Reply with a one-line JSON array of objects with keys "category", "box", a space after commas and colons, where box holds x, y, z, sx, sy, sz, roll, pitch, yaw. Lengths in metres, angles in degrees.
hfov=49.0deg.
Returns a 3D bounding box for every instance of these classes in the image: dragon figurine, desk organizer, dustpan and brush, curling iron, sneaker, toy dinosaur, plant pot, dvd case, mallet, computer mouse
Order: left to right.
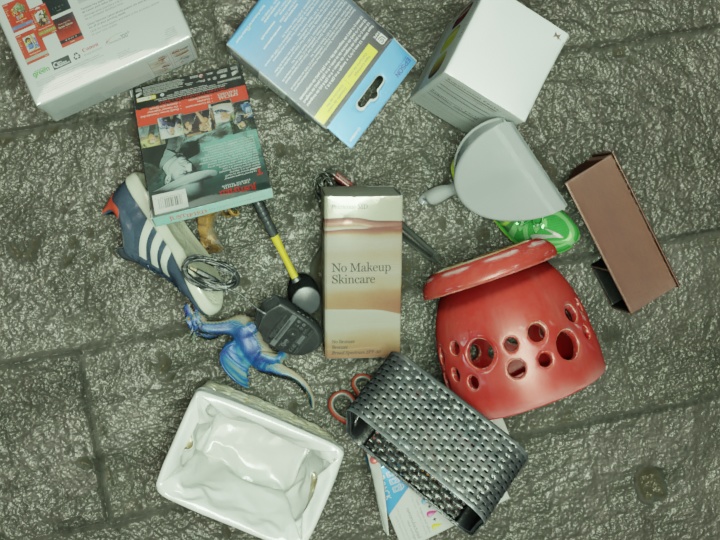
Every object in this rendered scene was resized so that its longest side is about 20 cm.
[{"category": "sneaker", "box": [-0.247, -0.019, 0.978, 0.084, 0.075, 0.202, -36, 81, 13]}, {"category": "dvd case", "box": [-0.193, -0.156, 0.951, 0.143, 0.022, 0.203, -15, 60, -6]}, {"category": "toy dinosaur", "box": [-0.196, -0.123, 0.988, 0.104, 0.060, 0.204, -17, 96, -5]}, {"category": "dragon figurine", "box": [-0.145, 0.110, 1.010, 0.099, 0.059, 0.202, -35, 97, -4]}, {"category": "computer mouse", "box": [-0.128, 0.038, 0.953, 0.199, 0.034, 0.059, 37, 109, -21]}, {"category": "mallet", "box": [-0.102, -0.034, 0.976, 0.041, 0.066, 0.202, -26, 116, -3]}, {"category": "curling iron", "box": [0.022, -0.067, 1.039, 0.198, 0.026, 0.050, 31, 102, -10]}, {"category": "dustpan and brush", "box": [0.142, -0.107, 0.978, 0.198, 0.058, 0.140, -23, 118, 38]}, {"category": "plant pot", "box": [0.185, 0.067, 0.986, 0.197, 0.200, 0.186, -17, 88, -6]}, {"category": "sneaker", "box": [0.203, -0.086, 1.031, 0.198, 0.084, 0.075, 34, 89, -9]}, {"category": "desk organizer", "box": [0.338, -0.050, 1.059, 0.076, 0.072, 0.202, -29, 97, -2]}]

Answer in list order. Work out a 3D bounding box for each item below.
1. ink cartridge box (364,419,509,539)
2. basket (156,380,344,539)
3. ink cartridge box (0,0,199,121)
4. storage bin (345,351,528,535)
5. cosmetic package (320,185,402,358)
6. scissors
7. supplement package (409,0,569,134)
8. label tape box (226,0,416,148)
[{"category": "ink cartridge box", "box": [0.119, 0.266, 1.051, 0.197, 0.068, 0.117, -24, 96, -5]}, {"category": "basket", "box": [-0.137, 0.233, 0.988, 0.197, 0.123, 0.138, 24, 90, -9]}, {"category": "ink cartridge box", "box": [-0.320, -0.307, 0.944, 0.197, 0.084, 0.178, -25, 90, -6]}, {"category": "storage bin", "box": [0.086, 0.206, 0.941, 0.199, 0.136, 0.094, 37, 70, 16]}, {"category": "cosmetic package", "box": [0.000, 0.000, 0.993, 0.101, 0.087, 0.205, -2, 103, -5]}, {"category": "scissors", "box": [0.021, 0.228, 1.011, 0.072, 0.014, 0.202, -24, 63, -6]}, {"category": "supplement package", "box": [0.147, -0.243, 0.954, 0.108, 0.200, 0.115, 28, 90, -8]}, {"category": "label tape box", "box": [-0.049, -0.271, 0.996, 0.199, 0.066, 0.144, 38, 89, -11]}]
